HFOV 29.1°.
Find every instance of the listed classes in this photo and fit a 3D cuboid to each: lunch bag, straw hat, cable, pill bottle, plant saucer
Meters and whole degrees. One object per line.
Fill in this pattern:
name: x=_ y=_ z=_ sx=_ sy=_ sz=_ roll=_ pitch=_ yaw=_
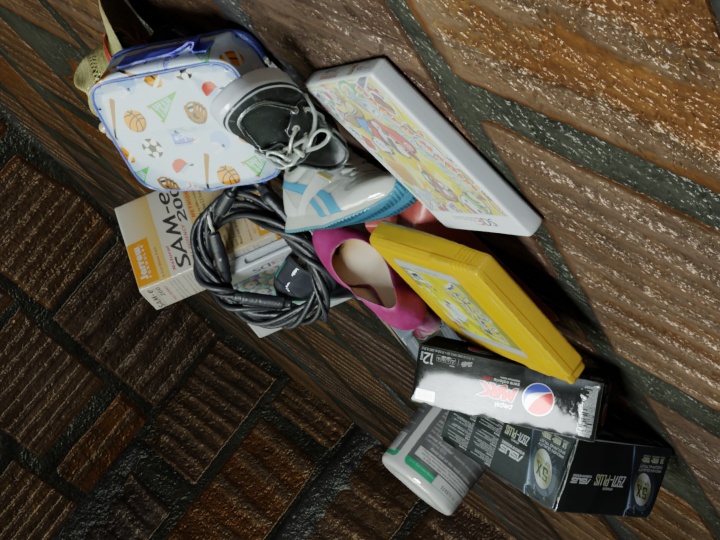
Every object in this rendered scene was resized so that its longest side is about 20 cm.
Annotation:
lunch bag: x=-0.163 y=-0.161 z=1.383 sx=0.198 sy=0.076 sz=0.161 roll=-6 pitch=127 yaw=29
straw hat: x=-0.268 y=-0.212 z=1.529 sx=0.203 sy=0.084 sz=0.201 roll=60 pitch=-173 yaw=-11
cable: x=-0.118 y=-0.003 z=1.668 sx=0.200 sy=0.163 sz=0.051 roll=46 pitch=-153 yaw=-3
pill bottle: x=0.127 y=0.191 z=1.716 sx=0.113 sy=0.201 sz=0.113 roll=38 pitch=170 yaw=8
plant saucer: x=0.093 y=-0.007 z=1.461 sx=0.200 sy=0.037 sz=0.199 roll=44 pitch=169 yaw=-15

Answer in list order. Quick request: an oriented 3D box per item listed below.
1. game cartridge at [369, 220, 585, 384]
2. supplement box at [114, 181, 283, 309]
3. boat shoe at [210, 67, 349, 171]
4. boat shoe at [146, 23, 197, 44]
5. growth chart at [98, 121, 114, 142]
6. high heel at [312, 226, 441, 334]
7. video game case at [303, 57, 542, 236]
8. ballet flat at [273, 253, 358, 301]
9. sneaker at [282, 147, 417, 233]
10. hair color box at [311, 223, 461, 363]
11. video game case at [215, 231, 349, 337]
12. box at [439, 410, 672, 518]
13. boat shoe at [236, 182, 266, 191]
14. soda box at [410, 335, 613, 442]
game cartridge: x=0.113 y=0.031 z=1.357 sx=0.176 sy=0.033 sz=0.199 roll=46 pitch=169 yaw=-28
supplement box: x=-0.199 y=-0.052 z=1.769 sx=0.074 sy=0.198 sz=0.127 roll=62 pitch=-175 yaw=-67
boat shoe: x=-0.067 y=-0.127 z=1.273 sx=0.068 sy=0.073 sz=0.199 roll=53 pitch=-170 yaw=18
boat shoe: x=-0.151 y=-0.181 z=1.480 sx=0.200 sy=0.075 sz=0.093 roll=43 pitch=177 yaw=-11
growth chart: x=-0.183 y=-0.144 z=1.564 sx=0.145 sy=0.198 sz=0.018 roll=46 pitch=132 yaw=38
high heel: x=0.000 y=0.000 z=1.504 sx=0.200 sy=0.068 sz=0.096 roll=46 pitch=-171 yaw=31
video game case: x=0.050 y=-0.106 z=1.220 sx=0.200 sy=0.023 sz=0.182 roll=44 pitch=169 yaw=-18
ballet flat: x=-0.014 y=0.006 z=1.747 sx=0.197 sy=0.074 sz=0.073 roll=3 pitch=-173 yaw=-27
sneaker: x=-0.019 y=-0.085 z=1.398 sx=0.076 sy=0.082 sz=0.199 roll=-7 pitch=180 yaw=-37
hair color box: x=0.027 y=0.014 z=1.605 sx=0.200 sy=0.060 sz=0.099 roll=49 pitch=177 yaw=32
video game case: x=-0.082 y=0.011 z=1.806 sx=0.200 sy=0.180 sz=0.024 roll=59 pitch=-172 yaw=-63
box: x=0.217 y=0.194 z=1.551 sx=0.162 sy=0.087 sz=0.199 roll=12 pitch=-170 yaw=-40
boat shoe: x=-0.188 y=-0.155 z=1.705 sx=0.199 sy=0.085 sz=0.068 roll=28 pitch=177 yaw=40
soda box: x=0.157 y=0.121 z=1.435 sx=0.197 sy=0.064 sz=0.071 roll=12 pitch=-172 yaw=18
